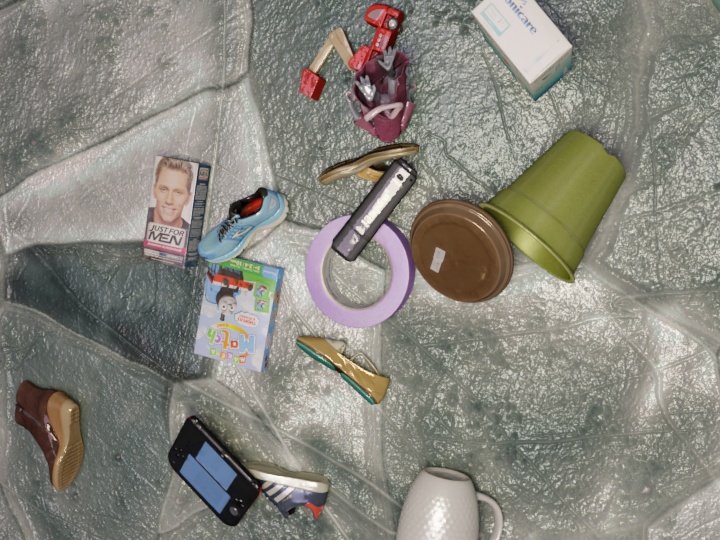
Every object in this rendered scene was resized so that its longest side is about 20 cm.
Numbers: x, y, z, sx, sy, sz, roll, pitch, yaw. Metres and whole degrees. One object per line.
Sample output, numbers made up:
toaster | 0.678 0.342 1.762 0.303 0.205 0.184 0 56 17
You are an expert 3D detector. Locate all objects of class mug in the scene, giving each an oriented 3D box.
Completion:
mug | 0.163 0.453 1.343 0.195 0.147 0.180 9 89 -16

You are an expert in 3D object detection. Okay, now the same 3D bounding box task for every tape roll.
tape roll | 0.000 0.000 1.383 0.195 0.066 0.206 1 95 16

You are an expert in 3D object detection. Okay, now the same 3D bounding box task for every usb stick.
usb stick | 0.023 -0.104 1.319 0.055 0.033 0.201 40 102 8

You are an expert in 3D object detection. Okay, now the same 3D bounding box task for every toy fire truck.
toy fire truck | -0.017 -0.392 1.366 0.139 0.049 0.204 24 100 12

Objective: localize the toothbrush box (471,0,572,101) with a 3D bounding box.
toothbrush box | 0.264 -0.367 1.213 0.085 0.200 0.147 -39 85 14

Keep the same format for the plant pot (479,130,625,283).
plant pot | 0.329 -0.117 1.236 0.199 0.200 0.191 40 90 9

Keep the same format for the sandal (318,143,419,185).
sandal | 0.018 -0.184 1.362 0.196 0.080 0.055 -18 105 17

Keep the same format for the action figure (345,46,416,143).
action figure | 0.052 -0.274 1.290 0.131 0.201 0.151 -19 61 -3

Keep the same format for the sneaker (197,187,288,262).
sneaker | -0.235 -0.095 1.417 0.198 0.090 0.079 -37 61 10

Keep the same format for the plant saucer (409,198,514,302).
plant saucer | 0.168 -0.026 1.302 0.196 0.029 0.204 19 130 24

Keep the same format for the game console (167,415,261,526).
game console | -0.288 0.394 1.467 0.200 0.031 0.178 43 136 9

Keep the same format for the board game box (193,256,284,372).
board game box | -0.237 0.079 1.468 0.148 0.037 0.205 13 98 14

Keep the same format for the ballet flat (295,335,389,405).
ballet flat | -0.030 0.171 1.414 0.198 0.069 0.063 37 74 7

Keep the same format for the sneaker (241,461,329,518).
sneaker | -0.160 0.427 1.452 0.195 0.075 0.087 10 92 14

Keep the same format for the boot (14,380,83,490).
boot | -0.668 0.348 1.603 0.163 0.072 0.205 13 99 26

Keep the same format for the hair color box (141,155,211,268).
hair color box | -0.360 -0.115 1.476 0.098 0.060 0.205 11 96 14

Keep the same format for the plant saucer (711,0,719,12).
plant saucer | 0.632 -0.469 1.148 0.195 0.036 0.204 8 120 14
